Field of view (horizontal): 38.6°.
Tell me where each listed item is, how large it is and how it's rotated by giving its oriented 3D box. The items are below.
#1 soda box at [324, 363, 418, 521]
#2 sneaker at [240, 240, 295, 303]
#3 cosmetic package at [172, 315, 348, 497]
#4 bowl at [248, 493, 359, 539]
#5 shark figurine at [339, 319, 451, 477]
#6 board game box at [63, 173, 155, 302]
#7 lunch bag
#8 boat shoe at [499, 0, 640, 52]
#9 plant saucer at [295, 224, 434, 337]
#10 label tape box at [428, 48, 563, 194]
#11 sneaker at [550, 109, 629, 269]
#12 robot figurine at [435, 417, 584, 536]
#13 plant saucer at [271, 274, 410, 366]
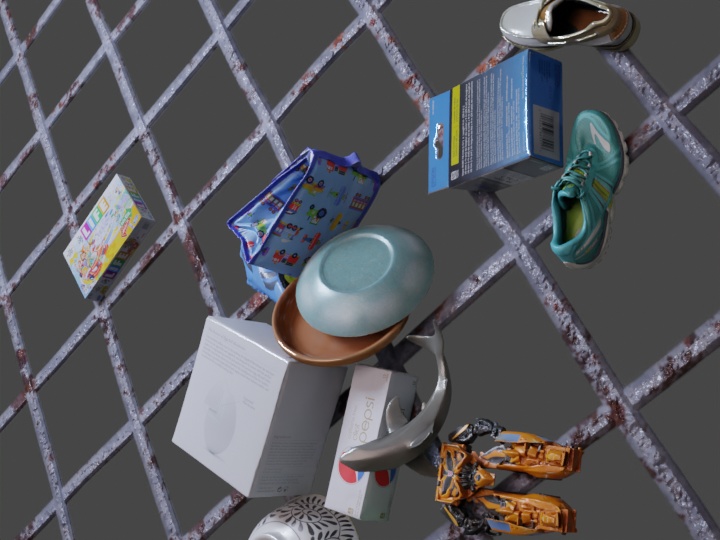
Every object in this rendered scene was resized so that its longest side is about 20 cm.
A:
[{"bbox_3d":[0.015,0.231,1.385,0.068,0.064,0.200,8,84,42],"label":"soda box"},{"bbox_3d":[-0.128,0.016,1.576,0.200,0.066,0.079,54,125,37],"label":"sneaker"},{"bbox_3d":[-0.148,0.193,1.488,0.199,0.123,0.200,24,101,44],"label":"cosmetic package"},{"bbox_3d":[-0.101,0.408,1.418,0.201,0.094,0.201,-13,69,38],"label":"bowl"},{"bbox_3d":[0.081,0.182,1.306,0.128,0.090,0.215,30,84,-2],"label":"shark figurine"},{"bbox_3d":[-0.468,-0.060,1.908,0.200,0.034,0.135,-52,50,18],"label":"board game box"},{"bbox_3d":[-0.066,-0.090,1.485,0.200,0.150,0.094,-47,52,22],"label":"lunch bag"},{"bbox_3d":[0.256,-0.324,1.322,0.200,0.068,0.075,12,86,43],"label":"boat shoe"},{"bbox_3d":[0.000,0.000,1.411,0.201,0.039,0.201,-11,47,12],"label":"plant saucer"},{"bbox_3d":[0.175,-0.184,1.351,0.200,0.063,0.144,-17,67,54],"label":"label tape box"},{"bbox_3d":[0.271,-0.102,1.241,0.077,0.080,0.200,0,78,41],"label":"sneaker"},{"bbox_3d":[0.170,0.253,1.246,0.200,0.058,0.145,-2,76,40],"label":"robot figurine"},{"bbox_3d":[-0.023,0.060,1.425,0.200,0.037,0.200,-11,43,10],"label":"plant saucer"}]
